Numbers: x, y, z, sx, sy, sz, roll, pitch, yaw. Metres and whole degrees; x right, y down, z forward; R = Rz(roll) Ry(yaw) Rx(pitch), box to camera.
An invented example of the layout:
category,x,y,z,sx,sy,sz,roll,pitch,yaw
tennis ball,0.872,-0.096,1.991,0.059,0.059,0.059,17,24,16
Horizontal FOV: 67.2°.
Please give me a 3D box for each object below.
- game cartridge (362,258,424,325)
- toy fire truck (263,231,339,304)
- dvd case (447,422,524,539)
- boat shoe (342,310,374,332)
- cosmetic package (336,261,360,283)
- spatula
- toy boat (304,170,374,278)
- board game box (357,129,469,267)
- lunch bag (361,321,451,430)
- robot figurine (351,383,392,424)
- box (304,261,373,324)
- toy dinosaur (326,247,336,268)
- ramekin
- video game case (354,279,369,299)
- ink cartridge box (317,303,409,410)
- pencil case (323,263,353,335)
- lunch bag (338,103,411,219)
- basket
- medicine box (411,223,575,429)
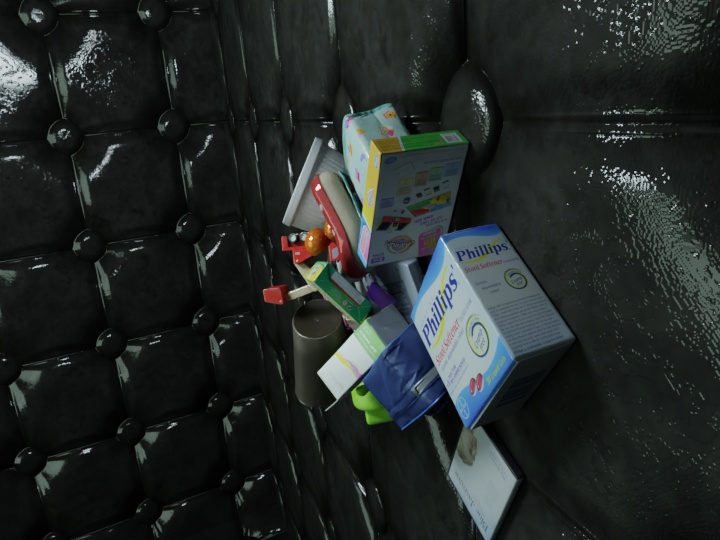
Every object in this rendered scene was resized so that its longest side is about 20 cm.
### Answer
category,x,y,z,sx,sy,sz,roll,pitch,yaw
game cartridge,0.071,0.044,1.044,0.199,0.040,0.137,-18,97,64
toy fire truck,-0.112,-0.008,1.141,0.049,0.192,0.147,-21,-74,-76
dvd case,0.204,0.345,0.915,0.144,0.017,0.205,-124,30,-45
boat shoe,-0.007,0.087,1.160,0.061,0.070,0.200,63,179,-16
cosmetic package,-0.003,-0.038,1.162,0.200,0.049,0.086,138,119,-66
spatula,0.000,0.000,1.063,0.202,0.020,0.057,53,150,18
toy boat,-0.049,-0.073,1.016,0.204,0.129,0.130,62,-165,18
board game box,0.077,-0.107,0.839,0.041,0.148,0.205,-122,30,-43
lunch bag,0.098,0.182,0.922,0.133,0.134,0.202,47,151,14
robot figurine,0.030,0.222,1.175,0.176,0.111,0.208,-87,-12,-85
box,-0.047,0.038,1.026,0.117,0.049,0.200,43,172,-10
toy dinosaur,-0.066,0.003,1.197,0.107,0.058,0.207,-127,34,-55
ramekin,-0.092,-0.180,1.215,0.200,0.102,0.207,-157,89,-82
video game case,0.023,0.005,1.215,0.184,0.021,0.205,112,142,-56
ink cartridge box,-0.003,0.164,1.014,0.068,0.116,0.201,47,119,12
pencil case,-0.061,0.079,1.377,0.090,0.092,0.205,-41,58,29
lunch bag,0.037,-0.157,0.968,0.203,0.118,0.174,97,152,-54
basket,-0.085,0.178,1.228,0.134,0.179,0.205,31,143,33
medicine box,0.170,0.077,0.755,0.185,0.099,0.204,104,147,-48
